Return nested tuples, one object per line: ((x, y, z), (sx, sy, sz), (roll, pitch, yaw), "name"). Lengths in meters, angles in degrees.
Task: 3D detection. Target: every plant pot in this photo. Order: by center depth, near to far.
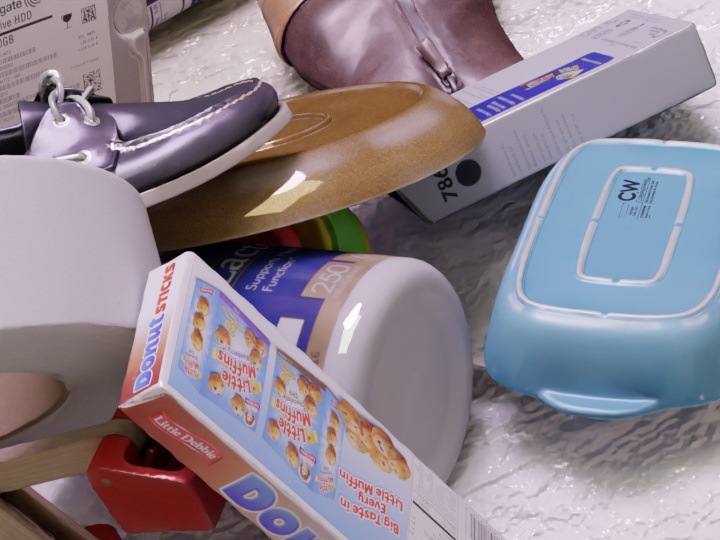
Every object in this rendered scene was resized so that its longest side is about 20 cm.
((-0.042, -0.052, 1.024), (0.199, 0.028, 0.200), (-14, 13, 3), "plant pot")

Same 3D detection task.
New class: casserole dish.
((0.124, -0.006, 0.997), (0.121, 0.039, 0.200), (5, 33, 17), "casserole dish")

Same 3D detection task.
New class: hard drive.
((-0.159, -0.086, 1.049), (0.038, 0.201, 0.139), (20, 34, 38), "hard drive")

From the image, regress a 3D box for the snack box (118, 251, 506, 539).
((-0.012, 0.080, 0.854), (0.024, 0.200, 0.072), (-28, 34, 30), "snack box")

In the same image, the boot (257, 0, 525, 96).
((0.054, -0.147, 1.227), (0.199, 0.073, 0.166), (-29, 50, -13), "boot")

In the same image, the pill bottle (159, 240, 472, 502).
((-0.061, 0.044, 0.985), (0.199, 0.116, 0.116), (5, 44, 30), "pill bottle")

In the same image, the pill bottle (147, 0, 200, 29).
((-0.145, -0.196, 1.322), (0.200, 0.111, 0.111), (-32, 39, -15), "pill bottle")

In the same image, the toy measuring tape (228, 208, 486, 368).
((0.000, 0.000, 1.045), (0.199, 0.074, 0.074), (9, 46, 33), "toy measuring tape")

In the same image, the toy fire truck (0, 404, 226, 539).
((-0.130, 0.114, 0.911), (0.199, 0.141, 0.049), (-3, 41, 22), "toy fire truck")

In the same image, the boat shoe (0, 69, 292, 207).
((-0.128, -0.050, 0.931), (0.199, 0.063, 0.073), (-20, 13, -3), "boat shoe")

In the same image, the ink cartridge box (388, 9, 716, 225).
((0.069, -0.071, 1.104), (0.199, 0.039, 0.099), (-24, 15, -6), "ink cartridge box")

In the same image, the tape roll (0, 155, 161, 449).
((-0.171, 0.029, 0.870), (0.202, 0.203, 0.071), (-18, 72, 3), "tape roll")
